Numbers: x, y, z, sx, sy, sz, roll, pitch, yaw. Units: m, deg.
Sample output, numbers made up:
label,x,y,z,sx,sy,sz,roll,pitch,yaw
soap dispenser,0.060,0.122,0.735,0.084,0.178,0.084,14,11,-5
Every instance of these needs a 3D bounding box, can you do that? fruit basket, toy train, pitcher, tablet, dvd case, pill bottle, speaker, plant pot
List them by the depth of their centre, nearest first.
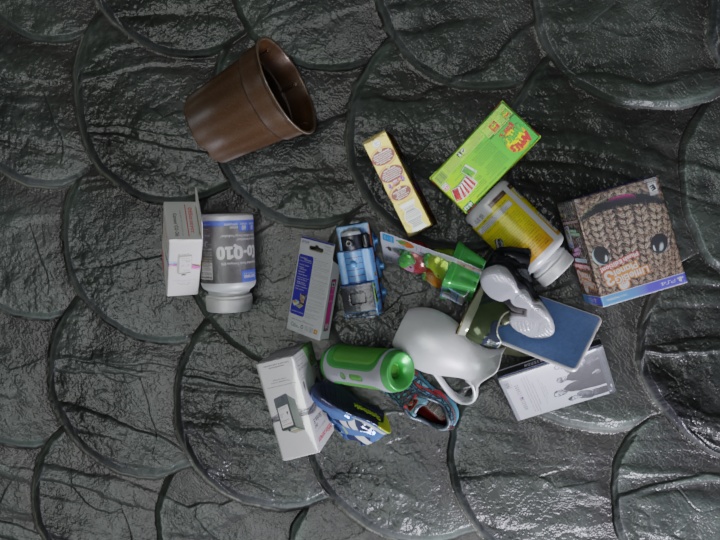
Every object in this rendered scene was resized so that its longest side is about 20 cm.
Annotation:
label,x,y,z,sx,sy,sz,roll,pitch,yaw
tablet,0.331,0.104,1.282,0.200,0.014,0.130,21,59,29
pill bottle,0.303,-0.066,1.296,0.200,0.109,0.109,45,102,5
fruit basket,0.131,-0.006,1.301,0.200,0.185,0.094,15,76,7
dvd case,0.374,0.211,1.307,0.200,0.025,0.150,-20,130,13
speaker,0.010,0.189,1.346,0.200,0.088,0.089,-2,96,49
plant pot,-0.223,-0.320,1.346,0.198,0.200,0.201,-22,91,20
pitcher,0.161,0.172,1.352,0.200,0.121,0.172,27,127,9
toy train,0.000,0.000,1.361,0.087,0.114,0.200,-8,94,12
pill bottle,-0.274,-0.017,1.416,0.114,0.114,0.200,-1,96,12

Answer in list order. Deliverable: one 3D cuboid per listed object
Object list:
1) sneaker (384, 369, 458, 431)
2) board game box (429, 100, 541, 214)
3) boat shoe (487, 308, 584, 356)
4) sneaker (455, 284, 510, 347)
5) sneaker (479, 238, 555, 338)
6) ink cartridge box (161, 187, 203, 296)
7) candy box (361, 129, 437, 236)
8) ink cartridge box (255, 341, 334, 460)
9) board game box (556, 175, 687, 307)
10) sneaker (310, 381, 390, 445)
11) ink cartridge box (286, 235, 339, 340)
label,x,y,z,sx,sy,sz,roll,pitch,yaw
sneaker,0.109,0.249,1.372,0.200,0.096,0.079,31,100,7
board game box,0.239,-0.216,1.326,0.102,0.048,0.200,44,102,4
boat shoe,0.342,0.119,1.332,0.201,0.063,0.074,-11,133,22
sneaker,0.256,0.066,1.292,0.090,0.200,0.067,27,142,11
sneaker,0.290,0.029,1.225,0.075,0.114,0.200,-19,128,40
ink cartridge box,-0.359,-0.058,1.379,0.067,0.117,0.200,-3,136,-21
candy box,0.078,-0.166,1.328,0.056,0.117,0.200,-28,90,12
ink cartridge box,-0.129,0.261,1.397,0.084,0.145,0.200,-15,93,11
board game box,0.473,-0.053,1.253,0.159,0.097,0.200,-17,92,0
sneaker,-0.031,0.296,1.386,0.200,0.074,0.082,37,115,-25
ink cartridge box,-0.094,0.036,1.407,0.095,0.037,0.200,16,102,37
